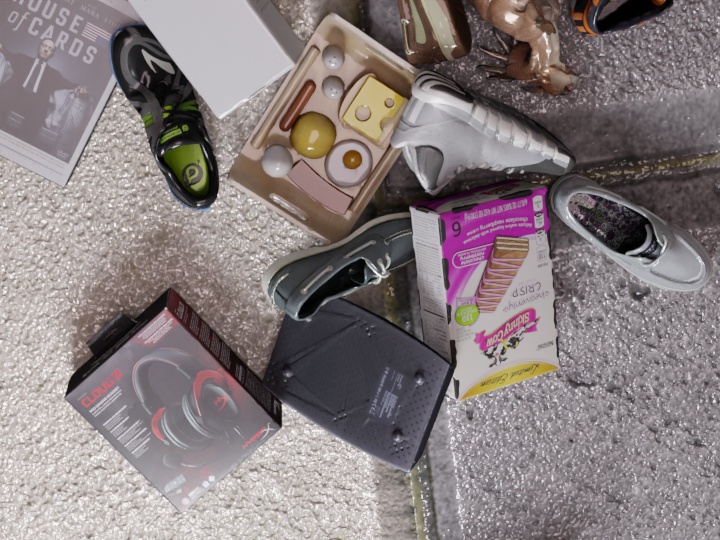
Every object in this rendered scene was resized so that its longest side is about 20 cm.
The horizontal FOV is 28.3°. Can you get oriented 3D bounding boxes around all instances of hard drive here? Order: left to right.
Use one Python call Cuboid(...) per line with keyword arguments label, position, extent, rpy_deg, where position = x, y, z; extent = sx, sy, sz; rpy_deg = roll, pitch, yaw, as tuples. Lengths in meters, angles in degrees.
Cuboid(label="hard drive", position=(-0.001, 0.106, 1.475), extent=(0.199, 0.042, 0.136), rpy_deg=(27, 105, 28))

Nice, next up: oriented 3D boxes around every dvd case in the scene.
Cuboid(label="dvd case", position=(-0.318, -0.205, 1.427), extent=(0.150, 0.025, 0.201), rpy_deg=(27, 103, -11))

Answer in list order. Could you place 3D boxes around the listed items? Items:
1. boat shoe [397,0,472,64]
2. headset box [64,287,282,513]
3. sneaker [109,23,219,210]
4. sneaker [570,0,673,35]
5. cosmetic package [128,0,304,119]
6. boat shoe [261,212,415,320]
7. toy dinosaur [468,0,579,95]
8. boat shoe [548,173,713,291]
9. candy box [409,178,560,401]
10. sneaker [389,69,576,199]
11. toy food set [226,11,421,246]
Cuboid(label="boat shoe", position=(0.045, -0.299, 1.401), extent=(0.074, 0.075, 0.204), rpy_deg=(-13, 97, 23))
Cuboid(label="headset box", position=(-0.201, 0.129, 1.501), extent=(0.148, 0.075, 0.200), rpy_deg=(-40, 104, 8))
Cuboid(label="sneaker", position=(-0.185, -0.151, 1.415), extent=(0.070, 0.083, 0.201), rpy_deg=(-25, 108, -12))
Cuboid(label="sneaker", position=(0.298, -0.296, 1.396), extent=(0.200, 0.112, 0.078), rpy_deg=(-44, 104, 8))
Cuboid(label="cosmetic package", position=(-0.154, -0.261, 1.390), extent=(0.101, 0.074, 0.200), rpy_deg=(-31, 107, 18))
Cuboid(label="boat shoe", position=(0.000, 0.000, 1.453), extent=(0.199, 0.062, 0.073), rpy_deg=(-19, 136, -23))
Cuboid(label="toy dinosaur", position=(0.146, -0.263, 1.418), extent=(0.086, 0.136, 0.201), rpy_deg=(-29, 82, -31))
Cuboid(label="boat shoe", position=(0.285, -0.031, 1.490), extent=(0.200, 0.072, 0.070), rpy_deg=(30, 102, -11))
Cuboid(label="candy box", position=(0.130, 0.019, 1.475), extent=(0.136, 0.061, 0.201), rpy_deg=(-15, 109, -26))
Cuboid(label="sneaker", position=(0.114, -0.115, 1.448), extent=(0.199, 0.075, 0.116), rpy_deg=(24, 109, -24))
Cuboid(label="toy food set", position=(-0.024, -0.138, 1.446), extent=(0.143, 0.060, 0.201), rpy_deg=(32, 102, -11))
